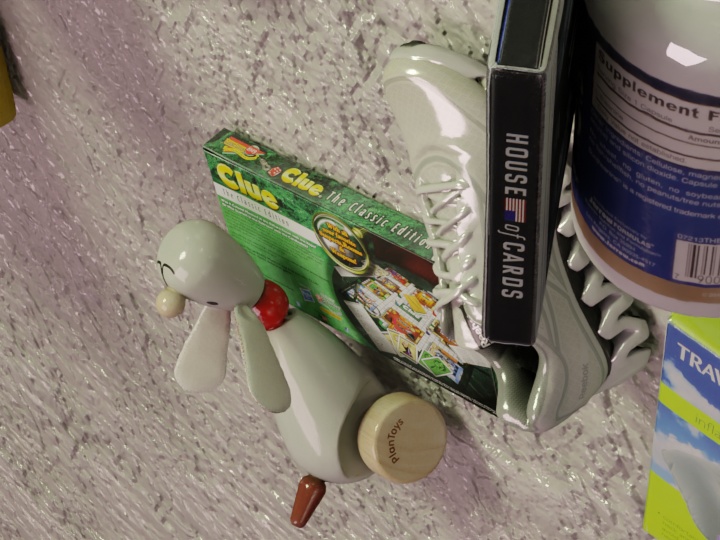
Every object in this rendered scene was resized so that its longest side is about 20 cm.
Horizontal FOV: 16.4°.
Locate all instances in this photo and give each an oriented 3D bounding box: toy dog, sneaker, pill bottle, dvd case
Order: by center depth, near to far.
[{"bbox_3d":[0.136,-0.083,0.930,0.111,0.111,0.201,35,150,26],"label":"pill bottle"},{"bbox_3d":[0.070,-0.096,0.938,0.025,0.201,0.151,7,142,8],"label":"dvd case"},{"bbox_3d":[0.062,-0.014,1.171,0.075,0.081,0.201,0,125,59],"label":"sneaker"},{"bbox_3d":[-0.051,0.066,1.383,0.200,0.097,0.132,38,167,-9],"label":"toy dog"}]

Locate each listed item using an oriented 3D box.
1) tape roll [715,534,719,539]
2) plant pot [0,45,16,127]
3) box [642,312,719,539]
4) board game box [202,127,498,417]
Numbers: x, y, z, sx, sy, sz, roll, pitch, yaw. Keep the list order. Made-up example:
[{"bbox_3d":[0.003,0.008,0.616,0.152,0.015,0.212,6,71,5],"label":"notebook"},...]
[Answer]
[{"bbox_3d":[0.239,0.187,1.112,0.199,0.066,0.201,19,146,13],"label":"tape roll"},{"bbox_3d":[-0.340,-0.165,1.478,0.200,0.200,0.177,33,138,28],"label":"plant pot"},{"bbox_3d":[0.194,0.085,1.138,0.122,0.048,0.201,35,151,26],"label":"box"},{"bbox_3d":[0.000,0.000,1.346,0.199,0.023,0.105,28,149,35],"label":"board game box"}]
